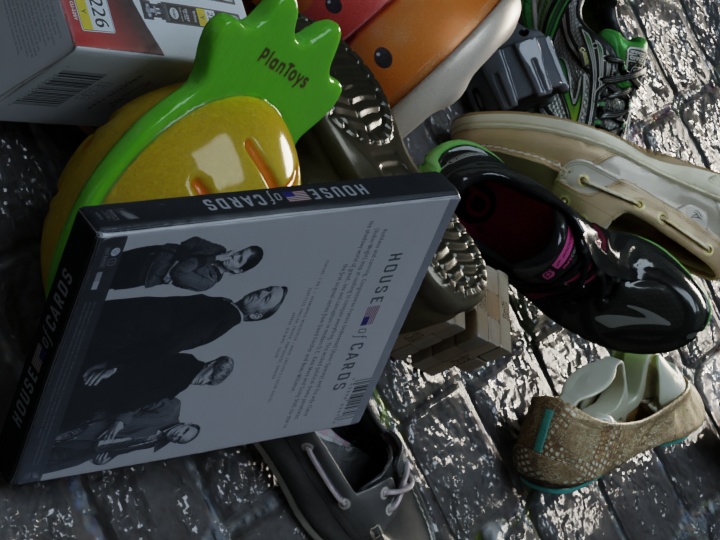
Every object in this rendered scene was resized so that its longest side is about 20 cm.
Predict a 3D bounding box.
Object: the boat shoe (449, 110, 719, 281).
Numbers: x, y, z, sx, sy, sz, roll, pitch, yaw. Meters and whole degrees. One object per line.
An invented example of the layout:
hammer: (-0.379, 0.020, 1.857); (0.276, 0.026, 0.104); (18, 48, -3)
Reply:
boat shoe: (0.147, -0.045, 1.362); (0.200, 0.074, 0.069); (16, 76, -6)

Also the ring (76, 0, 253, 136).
ring: (-0.127, -0.143, 1.160); (0.200, 0.019, 0.201); (31, 47, -40)

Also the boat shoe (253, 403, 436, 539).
boat shoe: (-0.014, 0.087, 1.131); (0.200, 0.057, 0.067); (50, 38, -19)

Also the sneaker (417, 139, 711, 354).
sneaker: (0.118, -0.004, 1.298); (0.200, 0.077, 0.084); (27, 12, -8)

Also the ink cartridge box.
ink cartridge box: (-0.130, -0.177, 1.087); (0.175, 0.084, 0.200); (-1, 70, -52)

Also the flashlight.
flashlight: (0.077, -0.199, 1.409); (0.068, 0.068, 0.200); (-16, 80, -40)

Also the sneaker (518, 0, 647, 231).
sneaker: (0.149, -0.114, 1.437); (0.078, 0.085, 0.200); (10, 65, -49)

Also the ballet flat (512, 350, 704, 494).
ballet flat: (0.162, 0.081, 1.344); (0.200, 0.070, 0.065); (-23, 125, -56)

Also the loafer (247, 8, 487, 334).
loafer: (-0.013, -0.050, 1.121); (0.076, 0.067, 0.200); (2, 52, -54)

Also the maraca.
maraca: (-0.078, -0.041, 1.036); (0.107, 0.200, 0.137); (36, 6, 27)

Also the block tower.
block tower: (0.000, 0.000, 1.205); (0.200, 0.054, 0.058); (28, 48, -39)

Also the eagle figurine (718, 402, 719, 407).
eagle figurine: (0.325, 0.171, 1.486); (0.200, 0.151, 0.152); (4, 19, -20)

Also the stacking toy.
stacking toy: (-0.022, -0.167, 1.226); (0.200, 0.146, 0.146); (46, 38, -7)

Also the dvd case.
dvd case: (-0.059, 0.025, 1.001); (0.200, 0.150, 0.025); (-8, 45, -38)
